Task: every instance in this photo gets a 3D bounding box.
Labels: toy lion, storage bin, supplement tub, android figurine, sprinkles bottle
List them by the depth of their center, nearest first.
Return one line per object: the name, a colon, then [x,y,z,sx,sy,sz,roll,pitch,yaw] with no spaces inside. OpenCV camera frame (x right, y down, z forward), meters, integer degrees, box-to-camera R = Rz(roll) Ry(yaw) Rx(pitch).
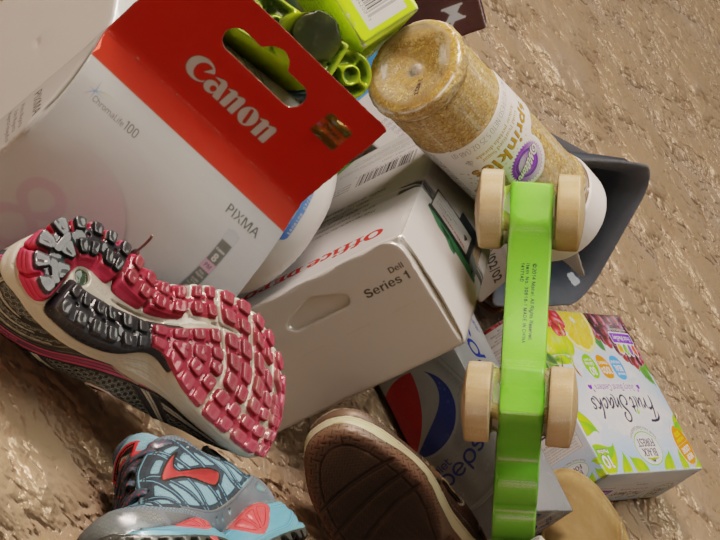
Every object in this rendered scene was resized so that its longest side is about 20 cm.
supplement tub: [-0.120,-0.083,1.499,0.200,0.132,0.133,37,29,-39]
android figurine: [-0.080,-0.154,1.526,0.181,0.041,0.200,32,-7,-17]
toy lion: [0.098,0.063,1.565,0.192,0.068,0.201,85,9,-66]
sprinkles bottle: [0.081,-0.078,1.587,0.200,0.068,0.069,40,26,-48]
storage bin: [0.107,-0.053,1.939,0.134,0.146,0.200,34,15,23]

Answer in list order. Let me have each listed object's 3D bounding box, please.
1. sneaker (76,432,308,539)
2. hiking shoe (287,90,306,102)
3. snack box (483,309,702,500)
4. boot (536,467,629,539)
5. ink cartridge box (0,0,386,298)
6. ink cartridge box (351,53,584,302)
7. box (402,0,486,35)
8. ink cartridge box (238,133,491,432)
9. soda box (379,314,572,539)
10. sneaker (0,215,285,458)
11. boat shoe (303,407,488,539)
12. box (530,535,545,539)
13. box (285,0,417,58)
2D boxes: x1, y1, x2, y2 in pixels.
sneaker: [-0.108,0.132,1.331,0.096,0.079,0.200,48,13,16]
hiking shoe: [-0.070,-0.114,1.692,0.087,0.074,0.200,51,-1,-1]
snack box: [0.175,0.103,1.942,0.200,0.053,0.143,4,56,-62]
boot: [0.171,0.245,1.729,0.176,0.066,0.200,60,16,-14]
ink cartridge box: [-0.108,-0.052,1.390,0.162,0.200,0.057,42,24,-29]
ink cartridge box: [0.060,-0.060,1.775,0.200,0.068,0.115,43,-13,35]
box: [-0.025,-0.266,1.822,0.165,0.165,0.201,71,-1,-52]
ink cartridge box: [0.000,0.000,1.605,0.085,0.145,0.200,57,22,-17]
soda box: [0.063,0.090,1.720,0.068,0.063,0.201,10,51,-63]
sneaker: [-0.119,0.038,1.385,0.200,0.074,0.081,37,51,-31]
boat shoe: [0.025,0.148,1.566,0.203,0.074,0.075,55,16,-33]
box: [0.119,0.282,1.512,0.200,0.109,0.128,50,23,-14]
box: [-0.027,-0.187,1.605,0.122,0.047,0.200,58,-9,-2]
